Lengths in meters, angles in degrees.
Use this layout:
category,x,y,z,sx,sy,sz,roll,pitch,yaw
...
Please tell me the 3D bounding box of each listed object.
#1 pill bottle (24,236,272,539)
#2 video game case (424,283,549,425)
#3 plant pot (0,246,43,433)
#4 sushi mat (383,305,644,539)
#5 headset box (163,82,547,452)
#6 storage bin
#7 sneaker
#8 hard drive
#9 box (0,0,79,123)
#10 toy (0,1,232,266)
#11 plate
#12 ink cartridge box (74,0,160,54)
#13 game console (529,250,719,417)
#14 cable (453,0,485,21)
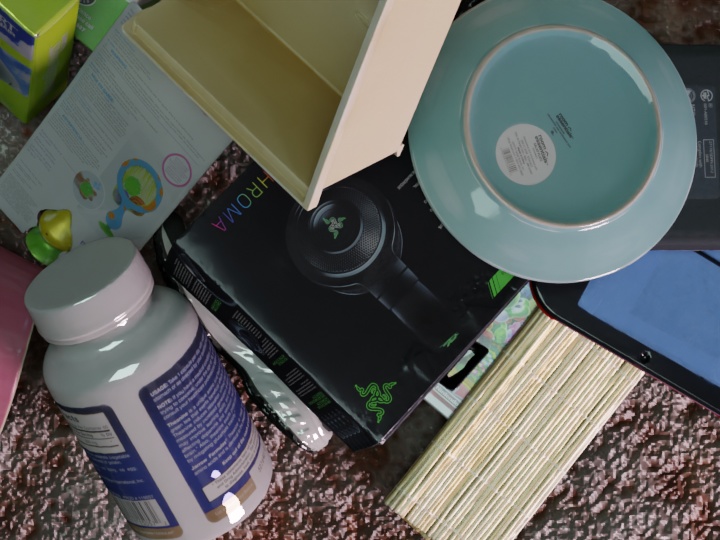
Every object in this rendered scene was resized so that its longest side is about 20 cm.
category,x,y,z,sx,sy,sz,roll,pitch,yaw
pill bottle,-0.146,0.082,1.122,0.110,0.111,0.201,-22,118,5
video game case,0.079,-0.010,1.182,0.143,0.018,0.200,40,95,0
plant pot,-0.320,0.036,1.133,0.178,0.200,0.201,16,96,-14
sushi mat,0.111,0.119,1.185,0.095,0.012,0.200,36,96,-14
headset box,0.000,0.000,1.108,0.200,0.093,0.174,45,76,-1
storage bin,-0.039,-0.184,0.989,0.198,0.094,0.201,43,136,21
sneaker,-0.074,0.034,1.175,0.079,0.074,0.200,-41,95,-9
hard drive,0.237,-0.084,1.133,0.199,0.033,0.141,0,82,-5
box,-0.246,-0.180,1.097,0.122,0.200,0.048,42,71,-1
toy,-0.165,-0.078,1.149,0.115,0.047,0.200,49,119,7
plate,0.130,-0.092,1.086,0.199,0.026,0.202,2,80,-11
ink cartridge box,-0.163,-0.272,1.114,0.145,0.084,0.200,41,115,0
game console,0.232,-0.009,1.151,0.199,0.031,0.177,30,86,-3
cable,0.067,-0.176,1.152,0.200,0.050,0.097,-35,95,5
